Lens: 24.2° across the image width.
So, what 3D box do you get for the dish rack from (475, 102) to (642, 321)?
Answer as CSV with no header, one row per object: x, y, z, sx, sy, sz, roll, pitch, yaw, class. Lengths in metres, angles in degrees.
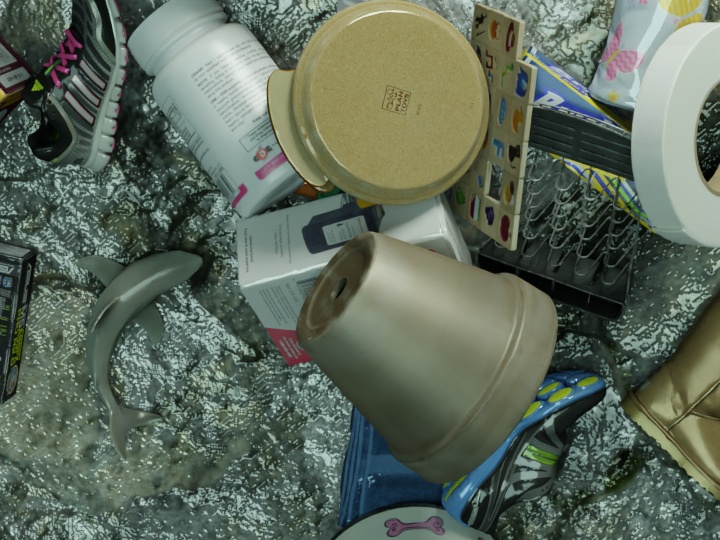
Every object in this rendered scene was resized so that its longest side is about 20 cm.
0.189,-0.058,1.544,0.153,0.055,0.200,19,138,18,dish rack

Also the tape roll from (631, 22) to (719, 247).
0.313,-0.120,1.501,0.037,0.203,0.203,9,108,43,tape roll

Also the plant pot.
0.046,0.058,1.475,0.173,0.200,0.200,35,106,-18,plant pot

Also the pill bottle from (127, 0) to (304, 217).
-0.124,-0.160,1.584,0.113,0.113,0.200,-38,86,15,pill bottle

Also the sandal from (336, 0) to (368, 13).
0.016,-0.216,1.581,0.079,0.059,0.207,11,98,33,sandal

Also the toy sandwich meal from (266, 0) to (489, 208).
0.017,-0.145,1.513,0.205,0.070,0.206,1,86,-16,toy sandwich meal

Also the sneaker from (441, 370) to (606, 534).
0.167,0.176,1.647,0.083,0.071,0.200,43,92,-19,sneaker

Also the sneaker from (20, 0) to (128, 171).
-0.277,-0.183,1.600,0.087,0.074,0.200,-7,125,-28,sneaker

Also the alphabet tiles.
0.116,-0.137,1.538,0.008,0.167,0.200,-1,108,-21,alphabet tiles

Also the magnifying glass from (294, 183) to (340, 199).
-0.019,-0.075,1.644,0.200,0.022,0.080,17,105,5,magnifying glass

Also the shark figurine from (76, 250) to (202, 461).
-0.250,0.071,1.680,0.128,0.090,0.215,18,103,5,shark figurine

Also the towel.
0.042,0.169,1.650,0.111,0.049,0.200,2,117,-12,towel

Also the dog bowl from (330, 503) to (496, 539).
0.053,0.333,1.671,0.200,0.074,0.201,-2,120,-3,dog bowl

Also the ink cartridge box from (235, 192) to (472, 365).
0.000,0.000,1.592,0.200,0.084,0.145,-14,142,11,ink cartridge box

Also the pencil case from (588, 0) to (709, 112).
0.270,-0.240,1.526,0.083,0.091,0.200,5,107,-29,pencil case

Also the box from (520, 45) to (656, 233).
0.217,-0.124,1.571,0.200,0.070,0.064,36,107,-1,box

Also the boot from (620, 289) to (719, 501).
0.374,0.113,1.608,0.175,0.066,0.200,42,104,-3,boot

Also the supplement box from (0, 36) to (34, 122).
-0.422,-0.142,1.641,0.200,0.110,0.086,-42,95,16,supplement box

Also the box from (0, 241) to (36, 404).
-0.443,0.037,1.722,0.200,0.044,0.161,12,105,6,box
